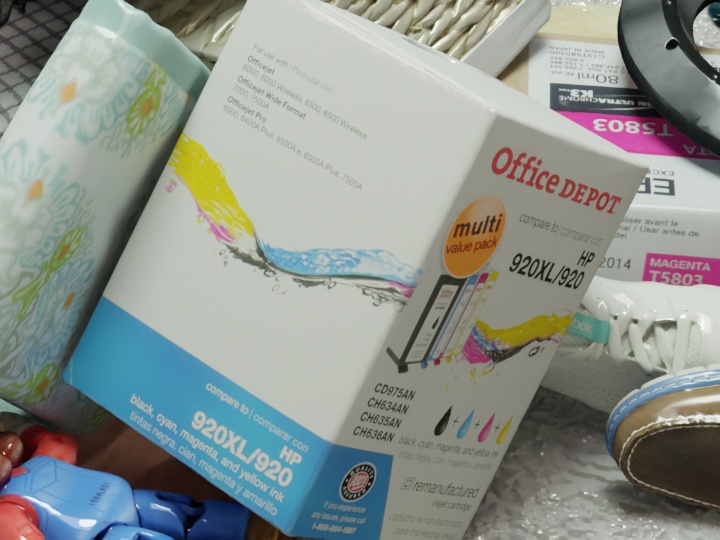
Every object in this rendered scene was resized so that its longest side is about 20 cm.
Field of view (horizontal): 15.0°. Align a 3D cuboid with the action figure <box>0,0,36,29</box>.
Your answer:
[{"bbox_3d":[-0.219,-0.086,1.327,0.118,0.102,0.200,4,56,17],"label":"action figure"}]

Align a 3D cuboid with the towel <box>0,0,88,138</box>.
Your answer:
[{"bbox_3d":[-0.199,-0.118,1.486,0.165,0.086,0.200,-30,50,-35],"label":"towel"}]

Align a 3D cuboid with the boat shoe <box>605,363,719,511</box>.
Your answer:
[{"bbox_3d":[0.211,0.092,1.245,0.199,0.072,0.072,4,38,1],"label":"boat shoe"}]

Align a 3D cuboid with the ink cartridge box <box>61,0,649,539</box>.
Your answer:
[{"bbox_3d":[0.000,0.000,1.206,0.144,0.200,0.147,31,9,32],"label":"ink cartridge box"}]

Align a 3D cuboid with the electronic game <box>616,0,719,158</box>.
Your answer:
[{"bbox_3d":[0.230,-0.109,1.422,0.199,0.042,0.200,8,42,-7],"label":"electronic game"}]

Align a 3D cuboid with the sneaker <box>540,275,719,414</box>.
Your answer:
[{"bbox_3d":[0.113,0.032,1.292,0.199,0.075,0.088,10,-7,21],"label":"sneaker"}]

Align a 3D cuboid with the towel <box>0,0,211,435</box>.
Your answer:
[{"bbox_3d":[-0.118,-0.018,1.207,0.048,0.200,0.172,26,84,17],"label":"towel"}]

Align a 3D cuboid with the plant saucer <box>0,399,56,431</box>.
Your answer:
[{"bbox_3d":[-0.228,0.026,1.323,0.200,0.039,0.201,3,36,-2],"label":"plant saucer"}]

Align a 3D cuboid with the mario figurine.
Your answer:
[{"bbox_3d":[-0.140,0.119,1.196,0.199,0.106,0.123,19,-6,6],"label":"mario figurine"}]

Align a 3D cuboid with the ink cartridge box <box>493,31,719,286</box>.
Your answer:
[{"bbox_3d":[0.158,-0.048,1.428,0.199,0.075,0.165,5,35,-1],"label":"ink cartridge box"}]

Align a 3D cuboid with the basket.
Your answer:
[{"bbox_3d":[-0.022,-0.130,1.416,0.135,0.124,0.200,19,57,43],"label":"basket"}]
